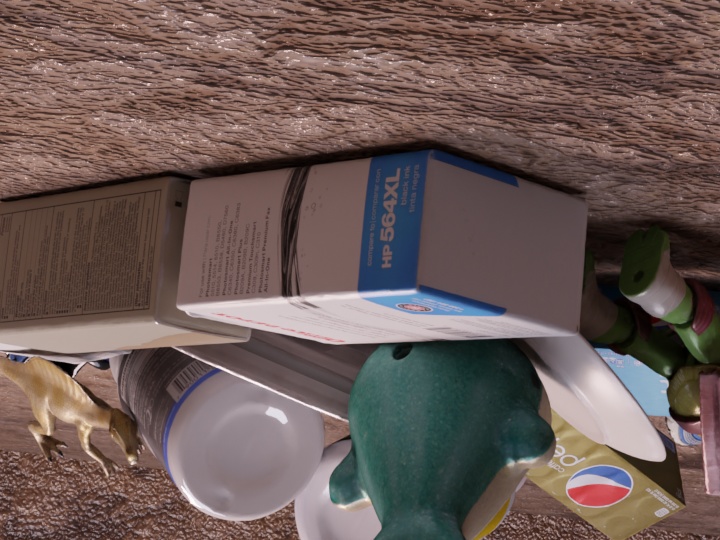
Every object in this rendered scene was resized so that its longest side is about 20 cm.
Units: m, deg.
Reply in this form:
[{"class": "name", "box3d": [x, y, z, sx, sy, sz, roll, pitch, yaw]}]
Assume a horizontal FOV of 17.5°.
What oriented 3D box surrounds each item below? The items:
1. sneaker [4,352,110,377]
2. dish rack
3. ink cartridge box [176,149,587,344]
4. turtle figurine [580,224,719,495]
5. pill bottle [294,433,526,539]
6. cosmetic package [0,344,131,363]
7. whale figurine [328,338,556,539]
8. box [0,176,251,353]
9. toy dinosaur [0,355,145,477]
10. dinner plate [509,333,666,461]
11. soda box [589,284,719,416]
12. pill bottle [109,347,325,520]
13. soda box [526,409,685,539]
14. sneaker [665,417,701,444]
[{"class": "sneaker", "box3d": [-0.265, 0.050, 1.835, 0.199, 0.090, 0.078, -3, 166, 40]}, {"class": "dish rack", "box3d": [-0.051, 0.042, 1.598, 0.170, 0.044, 0.200, 22, -172, 1]}, {"class": "ink cartridge box", "box3d": [0.011, -0.009, 1.367, 0.199, 0.085, 0.145, -3, 168, 43]}, {"class": "turtle figurine", "box3d": [0.227, 0.026, 1.490, 0.193, 0.201, 0.144, 34, 180, -28]}, {"class": "pill bottle", "box3d": [0.046, 0.155, 1.696, 0.111, 0.113, 0.200, -1, -169, 31]}, {"class": "cosmetic package", "box3d": [-0.267, 0.011, 1.649, 0.199, 0.082, 0.113, 12, 168, -30]}, {"class": "whale figurine", "box3d": [0.041, 0.110, 1.432, 0.158, 0.201, 0.104, -15, 123, 28]}, {"class": "box", "box3d": [-0.156, 0.000, 1.487, 0.077, 0.096, 0.199, 13, 169, -40]}, {"class": "toy dinosaur", "box3d": [-0.217, 0.090, 1.665, 0.199, 0.058, 0.101, 23, 153, 27]}, {"class": "dinner plate", "box3d": [0.118, 0.056, 1.502, 0.200, 0.024, 0.200, 46, 174, 7]}, {"class": "soda box", "box3d": [0.244, 0.059, 1.621, 0.198, 0.064, 0.068, 3, 135, 14]}, {"class": "pill bottle", "box3d": [-0.109, 0.089, 1.670, 0.113, 0.115, 0.200, 10, -166, -24]}, {"class": "soda box", "box3d": [0.150, 0.118, 1.702, 0.068, 0.064, 0.200, -32, 128, 28]}, {"class": "sneaker", "box3d": [0.277, 0.091, 1.777, 0.088, 0.079, 0.200, 4, 170, 20]}]
